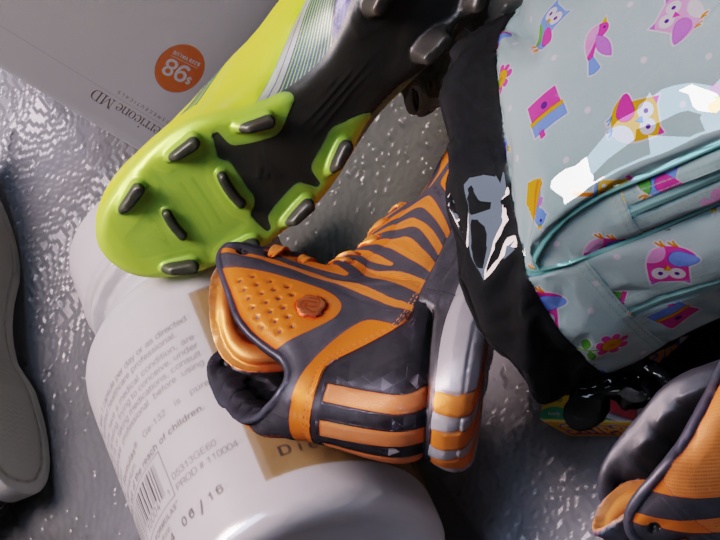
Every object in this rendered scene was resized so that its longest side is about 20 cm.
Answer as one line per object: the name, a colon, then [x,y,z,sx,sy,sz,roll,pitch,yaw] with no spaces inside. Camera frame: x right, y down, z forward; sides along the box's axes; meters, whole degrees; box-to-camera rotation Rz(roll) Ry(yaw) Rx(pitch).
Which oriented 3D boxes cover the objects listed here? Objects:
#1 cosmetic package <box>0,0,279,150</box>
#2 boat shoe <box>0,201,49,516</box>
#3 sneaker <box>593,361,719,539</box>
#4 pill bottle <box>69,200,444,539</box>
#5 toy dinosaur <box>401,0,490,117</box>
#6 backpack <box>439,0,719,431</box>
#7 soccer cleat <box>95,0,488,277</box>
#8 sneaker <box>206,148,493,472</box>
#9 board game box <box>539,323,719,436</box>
cosmetic package: [-0.125,-0.159,1.262,0.151,0.200,0.052,-52,32,13]
boat shoe: [-0.197,0.027,1.340,0.060,0.074,0.201,-28,63,25]
sneaker: [0.127,0.111,0.937,0.078,0.111,0.201,-131,49,-78]
pill bottle: [-0.050,0.056,1.160,0.114,0.114,0.201,-42,49,20]
toy dinosaur: [-0.006,-0.145,1.221,0.102,0.077,0.201,-28,76,22]
backpack: [0.129,-0.053,1.008,0.199,0.126,0.168,-23,56,26]
soccer cleat: [-0.027,-0.074,1.137,0.200,0.065,0.084,-43,24,3]
sneaker: [0.000,0.000,1.095,0.200,0.111,0.078,-73,-12,-61]
board game box: [0.131,-0.034,1.101,0.095,0.030,0.201,-1,68,41]
